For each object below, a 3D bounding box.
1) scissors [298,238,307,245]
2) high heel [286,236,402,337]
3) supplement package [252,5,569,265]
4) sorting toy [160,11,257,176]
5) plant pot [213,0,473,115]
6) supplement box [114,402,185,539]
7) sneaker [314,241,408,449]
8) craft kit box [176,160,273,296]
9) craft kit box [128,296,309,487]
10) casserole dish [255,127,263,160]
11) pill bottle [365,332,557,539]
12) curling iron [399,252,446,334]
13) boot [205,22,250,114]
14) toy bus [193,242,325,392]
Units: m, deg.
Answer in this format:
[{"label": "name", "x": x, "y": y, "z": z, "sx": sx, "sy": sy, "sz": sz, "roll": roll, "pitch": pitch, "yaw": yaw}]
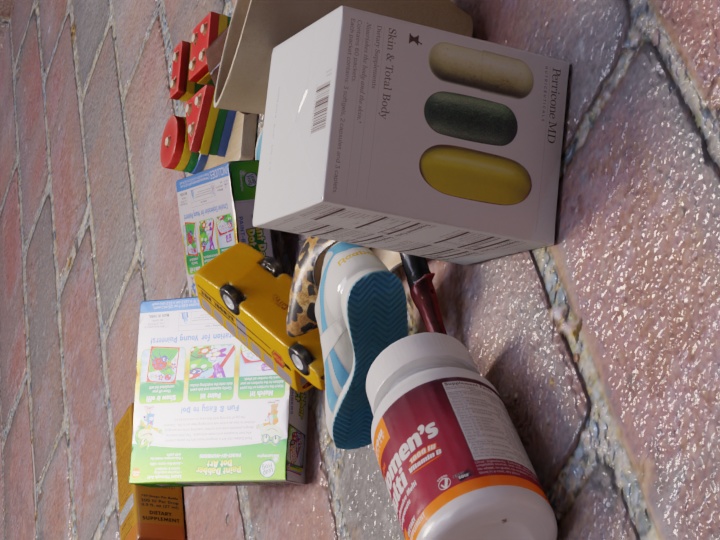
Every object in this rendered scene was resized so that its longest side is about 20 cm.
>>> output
[{"label": "scissors", "x": -0.023, "y": -0.036, "z": 1.652, "sx": 0.200, "sy": 0.014, "sz": 0.074, "roll": -142, "pitch": 62, "yaw": -66}, {"label": "high heel", "x": 0.000, "y": 0.000, "z": 1.462, "sx": 0.200, "sy": 0.071, "sz": 0.143, "roll": -53, "pitch": 24, "yaw": 11}, {"label": "supplement package", "x": 0.039, "y": -0.101, "z": 1.288, "sx": 0.150, "sy": 0.199, "sz": 0.153, "roll": 166, "pitch": 112, "yaw": -65}, {"label": "sorting toy", "x": -0.194, "y": -0.213, "z": 2.045, "sx": 0.200, "sy": 0.069, "sz": 0.200, "roll": 156, "pitch": 121, "yaw": -63}, {"label": "plant pot", "x": -0.009, "y": -0.208, "z": 1.424, "sx": 0.187, "sy": 0.198, "sz": 0.189, "roll": -166, "pitch": 90, "yaw": -80}, {"label": "supplement box", "x": -0.264, "y": 0.266, "z": 2.029, "sx": 0.069, "sy": 0.066, "sz": 0.201, "roll": 122, "pitch": 148, "yaw": -41}, {"label": "sneaker", "x": -0.001, "y": 0.069, "z": 1.435, "sx": 0.081, "sy": 0.076, "sz": 0.201, "roll": -129, "pitch": 36, "yaw": -50}, {"label": "craft kit box", "x": -0.151, "y": -0.015, "z": 1.833, "sx": 0.200, "sy": 0.048, "sz": 0.199, "roll": 174, "pitch": 92, "yaw": -67}, {"label": "craft kit box", "x": -0.146, "y": 0.125, "z": 1.694, "sx": 0.199, "sy": 0.048, "sz": 0.199, "roll": -4, "pitch": 73, "yaw": 29}, {"label": "casserole dish", "x": -0.071, "y": -0.148, "z": 1.775, "sx": 0.200, "sy": 0.039, "sz": 0.122, "roll": 124, "pitch": 148, "yaw": -46}, {"label": "pill bottle", "x": 0.070, "y": 0.144, "z": 1.237, "sx": 0.201, "sy": 0.109, "sz": 0.110, "roll": -112, "pitch": 38, "yaw": -51}, {"label": "curling iron", "x": 0.051, "y": 0.013, "z": 1.369, "sx": 0.050, "sy": 0.025, "sz": 0.201, "roll": 38, "pitch": -143, "yaw": -68}, {"label": "boot", "x": -0.100, "y": -0.274, "z": 1.600, "sx": 0.200, "sy": 0.064, "sz": 0.187, "roll": -48, "pitch": 49, "yaw": 26}, {"label": "toy bus", "x": -0.080, "y": 0.051, "z": 1.596, "sx": 0.200, "sy": 0.065, "sz": 0.079, "roll": 38, "pitch": 150, "yaw": 32}]
